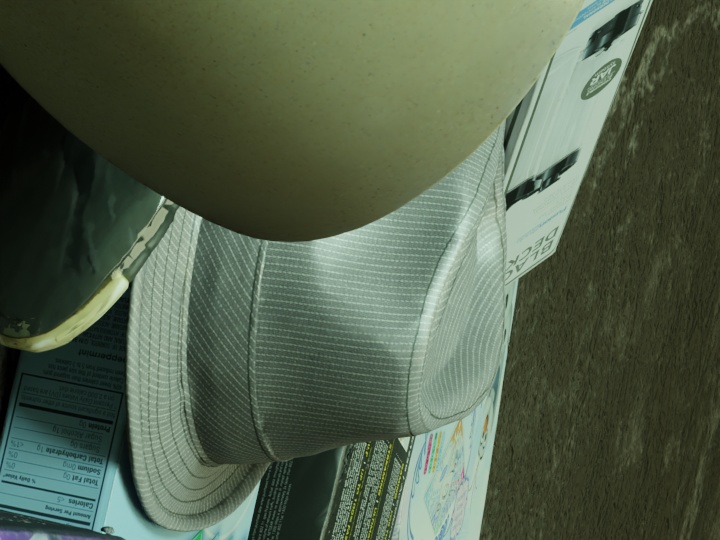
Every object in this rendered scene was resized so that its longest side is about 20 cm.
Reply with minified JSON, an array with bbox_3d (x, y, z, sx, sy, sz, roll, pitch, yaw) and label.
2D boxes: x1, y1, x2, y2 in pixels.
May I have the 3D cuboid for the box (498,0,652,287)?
[{"bbox_3d":[0.034,-0.083,1.003,0.060,0.117,0.200,-37,161,-29],"label":"box"}]

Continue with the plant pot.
[{"bbox_3d":[-0.046,-0.122,0.701,0.134,0.200,0.200,21,77,-39],"label":"plant pot"}]

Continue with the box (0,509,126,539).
[{"bbox_3d":[-0.141,0.116,0.604,0.200,0.104,0.148,24,78,-76],"label":"box"}]

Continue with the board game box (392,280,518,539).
[{"bbox_3d":[0.029,0.085,1.370,0.200,0.043,0.199,-29,127,-72],"label":"board game box"}]

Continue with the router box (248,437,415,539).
[{"bbox_3d":[-0.021,0.102,1.169,0.149,0.051,0.200,60,43,-71],"label":"router box"}]

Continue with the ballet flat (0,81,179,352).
[{"bbox_3d":[-0.067,-0.059,0.843,0.057,0.066,0.200,83,23,-60],"label":"ballet flat"}]

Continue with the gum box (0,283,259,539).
[{"bbox_3d":[-0.068,0.032,0.951,0.170,0.045,0.200,39,63,-74],"label":"gum box"}]

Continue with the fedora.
[{"bbox_3d":[0.000,0.000,0.915,0.200,0.090,0.177,-57,153,-57],"label":"fedora"}]
